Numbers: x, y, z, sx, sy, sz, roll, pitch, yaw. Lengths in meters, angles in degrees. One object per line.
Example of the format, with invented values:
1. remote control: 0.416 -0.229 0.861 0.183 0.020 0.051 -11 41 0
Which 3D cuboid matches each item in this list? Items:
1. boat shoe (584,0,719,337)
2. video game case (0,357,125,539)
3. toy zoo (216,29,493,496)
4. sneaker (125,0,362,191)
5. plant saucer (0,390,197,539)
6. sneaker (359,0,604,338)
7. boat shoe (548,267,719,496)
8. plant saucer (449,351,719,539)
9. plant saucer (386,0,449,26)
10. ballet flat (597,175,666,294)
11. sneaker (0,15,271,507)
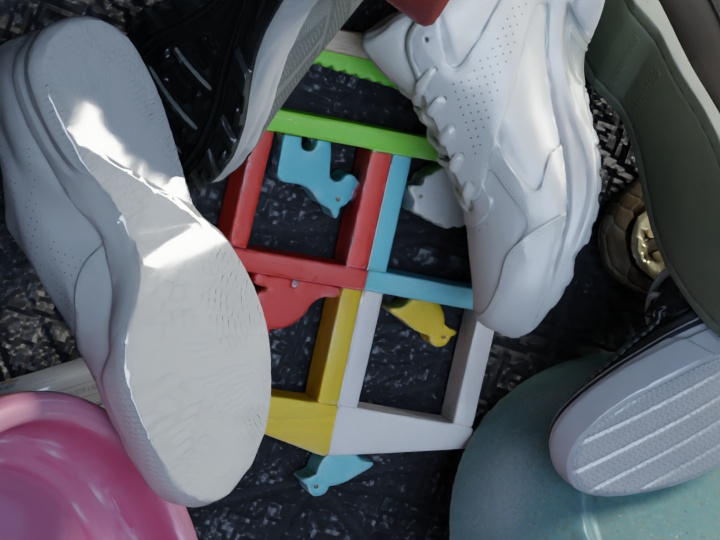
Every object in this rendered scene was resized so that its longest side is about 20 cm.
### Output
1. boat shoe: 0.148 -0.059 1.132 0.061 0.072 0.201 -7 61 -26
2. video game case: -0.163 0.152 1.138 0.182 0.023 0.200 -17 107 -16
3. toy zoo: 0.000 0.000 1.165 0.131 0.020 0.200 10 97 -21
4. sneaker: -0.033 -0.105 1.065 0.079 0.200 0.074 -21 65 -42
5. plant saucer: -0.134 0.148 1.062 0.201 0.051 0.201 14 73 -56
6. sneaker: 0.047 -0.072 1.124 0.099 0.078 0.200 2 90 -14
7. boat shoe: 0.154 0.027 1.158 0.200 0.071 0.072 -28 137 -20
8. plant saucer: 0.139 0.113 1.162 0.201 0.039 0.201 8 57 -12
9. plant saucer: -0.007 -0.217 0.961 0.200 0.037 0.200 31 59 -46
10. ballet flat: 0.203 -0.030 1.217 0.200 0.046 0.067 -11 104 -17
11. sneaker: -0.101 0.000 1.091 0.075 0.088 0.200 -22 96 -41
